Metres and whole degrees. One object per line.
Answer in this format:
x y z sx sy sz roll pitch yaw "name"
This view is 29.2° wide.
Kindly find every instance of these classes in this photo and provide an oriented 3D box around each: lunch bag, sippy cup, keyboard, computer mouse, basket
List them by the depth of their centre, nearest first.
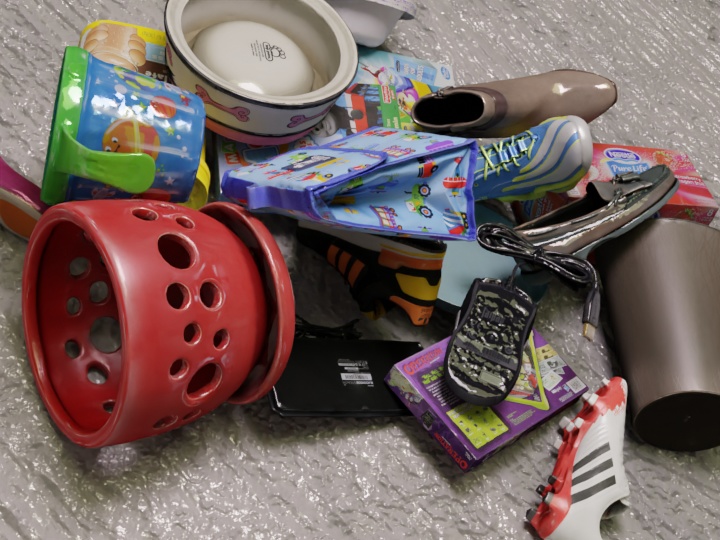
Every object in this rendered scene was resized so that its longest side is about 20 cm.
-0.206 -0.117 1.210 0.129 0.140 0.180 10 56 -16 "sippy cup"
-0.018 -0.070 1.223 0.198 0.096 0.150 -9 15 -35 "lunch bag"
-0.016 0.095 1.298 0.198 0.040 0.105 5 58 -38 "keyboard"
0.155 0.058 1.326 0.139 0.046 0.202 19 58 -2 "computer mouse"
0.328 0.070 1.415 0.178 0.136 0.202 18 50 -16 "basket"

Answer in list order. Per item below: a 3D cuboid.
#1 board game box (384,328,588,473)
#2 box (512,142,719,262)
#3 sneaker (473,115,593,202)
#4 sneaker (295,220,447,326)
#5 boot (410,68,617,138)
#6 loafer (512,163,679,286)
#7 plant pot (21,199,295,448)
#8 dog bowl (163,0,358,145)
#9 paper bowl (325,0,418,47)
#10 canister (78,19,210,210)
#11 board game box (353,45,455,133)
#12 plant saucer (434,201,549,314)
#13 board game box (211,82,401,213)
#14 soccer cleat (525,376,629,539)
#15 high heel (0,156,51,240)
0.126 0.110 1.340 0.199 0.032 0.120 -22 67 -46 "board game box"
0.280 -0.074 1.531 0.197 0.096 0.100 3 43 -22 "box"
0.156 -0.105 1.433 0.104 0.200 0.077 -11 82 -25 "sneaker"
0.000 0.000 1.339 0.069 0.091 0.199 0 10 -41 "sneaker"
0.155 -0.172 1.456 0.146 0.198 0.071 -9 89 -60 "boot"
0.239 -0.061 1.408 0.199 0.072 0.063 -34 104 -14 "loafer"
-0.170 0.036 1.177 0.181 0.201 0.202 -9 55 -40 "plant pot"
-0.105 -0.209 1.377 0.197 0.074 0.202 12 46 -13 "dog bowl"
-0.032 -0.314 1.556 0.198 0.106 0.201 11 4 -1 "paper bowl"
-0.223 -0.150 1.383 0.146 0.087 0.202 10 47 -15 "canister"
0.012 -0.181 1.540 0.197 0.047 0.152 9 49 -17 "board game box"
0.100 -0.014 1.430 0.197 0.028 0.201 15 36 -11 "plant saucer"
-0.053 -0.127 1.415 0.197 0.037 0.153 1 58 -14 "board game box"
0.225 0.188 1.316 0.085 0.069 0.201 36 49 -4 "soccer cleat"
-0.329 -0.098 1.304 0.198 0.068 0.096 27 55 18 "high heel"
